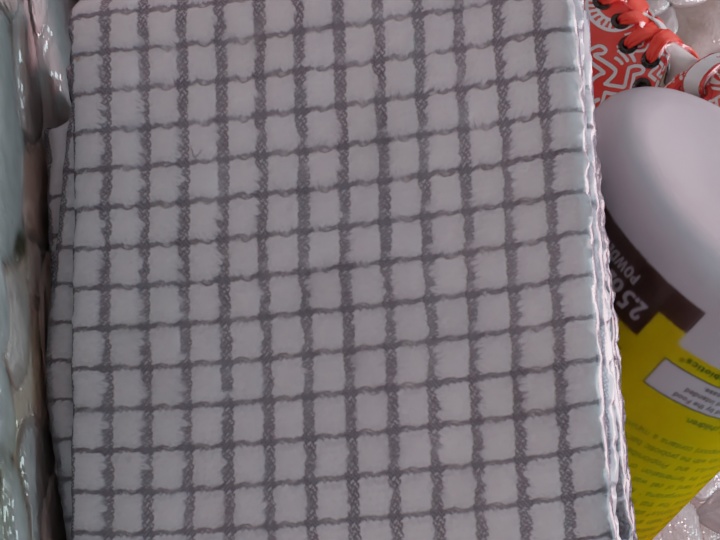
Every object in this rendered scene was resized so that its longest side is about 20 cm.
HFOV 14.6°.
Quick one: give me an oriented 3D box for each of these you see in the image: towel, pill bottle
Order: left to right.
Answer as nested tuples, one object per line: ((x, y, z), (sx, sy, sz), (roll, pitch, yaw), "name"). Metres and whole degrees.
((-0.005, 0.013, 0.820), (0.086, 0.165, 0.200), (45, 39, -70), "towel")
((0.066, 0.042, 0.929), (0.200, 0.109, 0.109), (-51, -161, 30), "pill bottle")

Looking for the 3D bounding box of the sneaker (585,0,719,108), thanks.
((0.102, -0.071, 0.997), (0.067, 0.108, 0.202), (2, 72, -58), "sneaker")
